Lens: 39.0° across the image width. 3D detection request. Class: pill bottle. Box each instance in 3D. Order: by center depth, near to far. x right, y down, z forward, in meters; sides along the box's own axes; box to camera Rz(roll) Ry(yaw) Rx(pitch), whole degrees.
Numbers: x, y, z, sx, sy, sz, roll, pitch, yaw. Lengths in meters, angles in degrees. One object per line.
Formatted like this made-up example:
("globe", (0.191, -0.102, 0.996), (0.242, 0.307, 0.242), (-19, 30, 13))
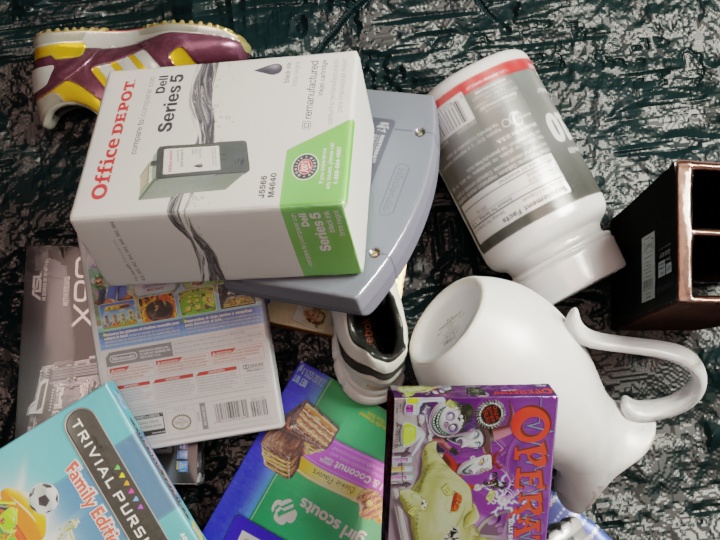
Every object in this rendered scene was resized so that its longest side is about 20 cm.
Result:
("pill bottle", (0.136, -0.071, 0.858), (0.113, 0.114, 0.202), (-26, 82, -3))

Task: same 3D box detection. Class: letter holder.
("letter holder", (0.289, -0.010, 0.801), (0.140, 0.200, 0.102), (2, 81, 1))

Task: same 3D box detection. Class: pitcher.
("pitcher", (0.152, 0.079, 0.786), (0.199, 0.122, 0.171), (38, 115, -21))

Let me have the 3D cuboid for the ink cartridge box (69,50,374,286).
("ink cartridge box", (-0.095, -0.074, 0.746), (0.197, 0.084, 0.147), (-3, 55, 10))

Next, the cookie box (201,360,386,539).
("cookie box", (-0.024, 0.205, 0.823), (0.170, 0.075, 0.202), (28, 82, 18))

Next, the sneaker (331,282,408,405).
("sneaker", (0.000, 0.000, 0.810), (0.073, 0.080, 0.202), (-12, 70, -15))

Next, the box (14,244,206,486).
("box", (-0.210, 0.080, 0.873), (0.155, 0.050, 0.203), (1, 81, 0))

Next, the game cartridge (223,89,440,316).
("game cartridge", (-0.011, -0.058, 0.790), (0.132, 0.041, 0.202), (7, 57, 23))

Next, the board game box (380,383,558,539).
("board game box", (0.075, 0.181, 0.729), (0.118, 0.032, 0.203), (-2, 105, -12))

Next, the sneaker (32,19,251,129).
("sneaker", (-0.193, -0.168, 0.907), (0.197, 0.075, 0.092), (-2, 89, 7))

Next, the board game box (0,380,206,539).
("board game box", (-0.237, 0.202, 0.767), (0.199, 0.047, 0.152), (-32, 89, -8))

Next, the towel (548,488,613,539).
("towel", (0.103, 0.229, 0.859), (0.199, 0.024, 0.145), (38, 83, 6))

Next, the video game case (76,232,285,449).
("video game case", (-0.144, 0.035, 0.812), (0.141, 0.018, 0.203), (-9, 90, 3))

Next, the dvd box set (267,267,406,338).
("dvd box set", (-0.056, -0.023, 0.868), (0.197, 0.029, 0.149), (12, 80, -13))

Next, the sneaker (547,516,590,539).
("sneaker", (0.116, 0.284, 0.800), (0.199, 0.075, 0.082), (-36, 78, -7))
